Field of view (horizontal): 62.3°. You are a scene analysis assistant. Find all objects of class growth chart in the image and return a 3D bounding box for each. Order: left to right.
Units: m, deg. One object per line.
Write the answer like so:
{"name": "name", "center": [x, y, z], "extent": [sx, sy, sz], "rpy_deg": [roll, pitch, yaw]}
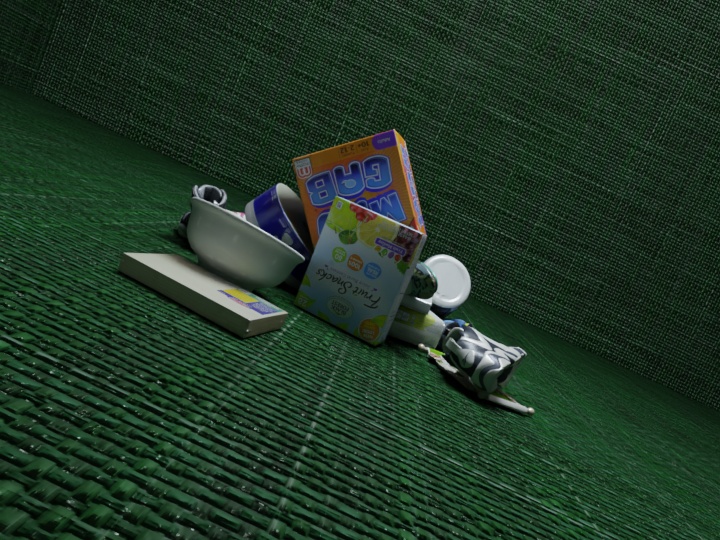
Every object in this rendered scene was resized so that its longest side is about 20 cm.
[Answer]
{"name": "growth chart", "center": [0.203, 0.194, 1.054], "extent": [0.143, 0.018, 0.199], "rpy_deg": [21, 8, -34]}

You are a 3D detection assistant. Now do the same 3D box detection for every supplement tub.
{"name": "supplement tub", "center": [0.160, 0.052, 1.341], "extent": [0.121, 0.124, 0.200], "rpy_deg": [23, -20, -5]}

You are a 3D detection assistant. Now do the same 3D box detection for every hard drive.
{"name": "hard drive", "center": [0.043, 0.029, 1.156], "extent": [0.197, 0.027, 0.132], "rpy_deg": [21, 8, 5]}

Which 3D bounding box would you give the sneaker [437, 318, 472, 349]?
{"name": "sneaker", "center": [0.181, 0.136, 1.279], "extent": [0.077, 0.067, 0.199], "rpy_deg": [10, 1, 24]}

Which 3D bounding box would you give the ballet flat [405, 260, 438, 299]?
{"name": "ballet flat", "center": [0.073, 0.009, 1.089], "extent": [0.073, 0.075, 0.200], "rpy_deg": [21, 5, -21]}

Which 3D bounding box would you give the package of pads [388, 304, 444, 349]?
{"name": "package of pads", "center": [0.065, 0.084, 1.204], "extent": [0.152, 0.069, 0.200], "rpy_deg": [20, 8, -23]}

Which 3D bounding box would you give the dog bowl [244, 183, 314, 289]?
{"name": "dog bowl", "center": [-0.138, -0.068, 1.183], "extent": [0.202, 0.078, 0.201], "rpy_deg": [56, 12, -18]}

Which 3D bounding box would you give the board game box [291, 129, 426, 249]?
{"name": "board game box", "center": [0.007, -0.137, 1.156], "extent": [0.196, 0.204, 0.200], "rpy_deg": [-13, 3, 11]}

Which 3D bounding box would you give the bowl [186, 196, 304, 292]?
{"name": "bowl", "center": [-0.193, -0.025, 0.925], "extent": [0.198, 0.092, 0.201], "rpy_deg": [28, -7, 4]}

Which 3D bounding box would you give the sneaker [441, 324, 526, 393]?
{"name": "sneaker", "center": [0.207, 0.141, 1.036], "extent": [0.129, 0.080, 0.198], "rpy_deg": [38, 21, 24]}

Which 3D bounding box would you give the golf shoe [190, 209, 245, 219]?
{"name": "golf shoe", "center": [-0.298, -0.100, 1.360], "extent": [0.197, 0.074, 0.092], "rpy_deg": [16, 9, 20]}

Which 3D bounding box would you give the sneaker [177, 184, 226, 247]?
{"name": "sneaker", "center": [-0.301, -0.111, 1.147], "extent": [0.074, 0.116, 0.200], "rpy_deg": [3, 17, -28]}

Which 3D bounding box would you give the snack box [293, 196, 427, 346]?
{"name": "snack box", "center": [0.000, 0.000, 1.020], "extent": [0.166, 0.203, 0.068], "rpy_deg": [24, 7, 16]}

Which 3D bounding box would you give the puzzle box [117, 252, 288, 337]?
{"name": "puzzle box", "center": [-0.206, 0.030, 0.801], "extent": [0.197, 0.026, 0.133], "rpy_deg": [26, 6, 13]}
